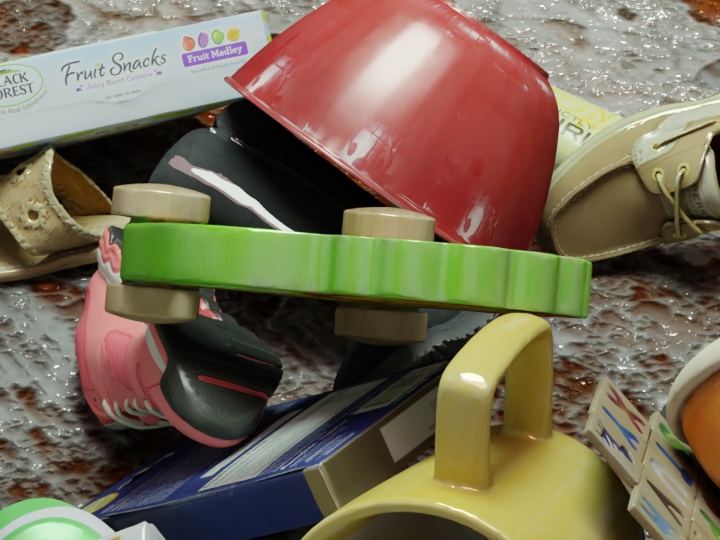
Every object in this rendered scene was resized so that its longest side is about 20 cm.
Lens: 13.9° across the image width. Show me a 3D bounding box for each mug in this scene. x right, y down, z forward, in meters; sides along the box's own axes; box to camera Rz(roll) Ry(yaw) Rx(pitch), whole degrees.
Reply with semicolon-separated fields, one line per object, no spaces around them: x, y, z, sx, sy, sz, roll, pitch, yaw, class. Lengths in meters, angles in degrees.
0.068;0.130;1.336;0.149;0.187;0.153;41;31;7;mug

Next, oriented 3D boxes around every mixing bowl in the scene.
0.036;-0.090;1.634;0.200;0.109;0.200;35;3;-2;mixing bowl

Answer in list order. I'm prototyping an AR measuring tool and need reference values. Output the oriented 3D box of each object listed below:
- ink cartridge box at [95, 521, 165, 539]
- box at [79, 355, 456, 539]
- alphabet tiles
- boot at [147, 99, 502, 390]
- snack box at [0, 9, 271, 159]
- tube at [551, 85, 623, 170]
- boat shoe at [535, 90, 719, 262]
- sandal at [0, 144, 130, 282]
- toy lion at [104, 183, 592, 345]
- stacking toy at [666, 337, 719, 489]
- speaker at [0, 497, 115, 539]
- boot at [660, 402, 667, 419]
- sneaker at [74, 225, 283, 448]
-0.162;0.219;1.219;0.199;0.047;0.198;-22;47;11;ink cartridge box
-0.045;0.096;1.438;0.200;0.033;0.121;-15;13;45;box
0.172;0.134;1.344;0.200;0.006;0.166;48;14;-2;alphabet tiles
-0.032;-0.004;1.579;0.200;0.066;0.165;38;29;15;boot
-0.164;-0.102;1.721;0.199;0.053;0.142;-14;1;-24;snack box
0.119;-0.086;1.792;0.199;0.052;0.058;26;79;23;tube
0.192;-0.056;1.674;0.199;0.074;0.066;-27;27;4;boat shoe
-0.163;-0.039;1.666;0.211;0.070;0.078;3;32;-1;sandal
0.000;0.000;1.390;0.199;0.069;0.192;6;-1;-25;toy lion
0.228;0.123;1.342;0.145;0.146;0.201;-5;62;-13;stacking toy
-0.104;0.183;1.309;0.088;0.089;0.200;-18;38;-30;speaker
0.262;0.096;1.494;0.199;0.073;0.151;-14;39;-35;boot
-0.100;0.054;1.512;0.073;0.087;0.200;21;16;-25;sneaker
